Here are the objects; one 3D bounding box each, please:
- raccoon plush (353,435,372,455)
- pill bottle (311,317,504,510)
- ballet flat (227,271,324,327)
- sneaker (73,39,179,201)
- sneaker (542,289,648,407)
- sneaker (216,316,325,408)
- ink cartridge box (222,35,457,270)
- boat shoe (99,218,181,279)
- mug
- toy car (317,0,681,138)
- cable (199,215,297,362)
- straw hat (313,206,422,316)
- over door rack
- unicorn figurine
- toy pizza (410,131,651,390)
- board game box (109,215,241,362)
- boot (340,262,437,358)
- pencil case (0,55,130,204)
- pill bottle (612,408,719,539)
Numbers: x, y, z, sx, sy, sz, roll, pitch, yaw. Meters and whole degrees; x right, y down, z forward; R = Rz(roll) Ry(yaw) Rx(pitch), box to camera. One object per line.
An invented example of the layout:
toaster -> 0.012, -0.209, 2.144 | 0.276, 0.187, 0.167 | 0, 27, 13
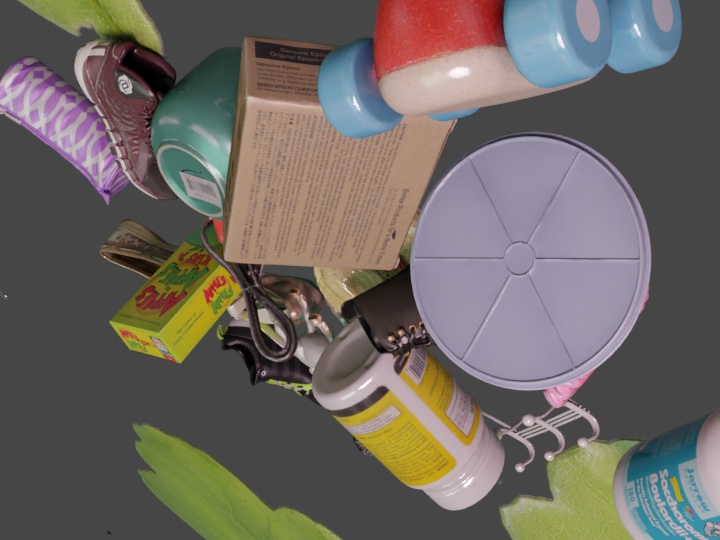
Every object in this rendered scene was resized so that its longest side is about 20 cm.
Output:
raccoon plush -> 0.066, 0.156, 1.065 | 0.196, 0.097, 0.136 | 4, 129, 2
pill bottle -> 0.053, 0.145, 0.869 | 0.200, 0.115, 0.114 | 47, 149, -24
ballet flat -> -0.134, 0.032, 1.101 | 0.198, 0.067, 0.069 | 7, 137, 43
sneaker -> -0.228, -0.161, 0.947 | 0.114, 0.076, 0.202 | 3, 133, 41
sneaker -> 0.185, 0.048, 0.777 | 0.095, 0.079, 0.201 | 43, 150, 16
sneaker -> -0.121, 0.140, 1.211 | 0.200, 0.083, 0.072 | 43, 150, -5
ink cartridge box -> -0.028, -0.089, 0.724 | 0.162, 0.076, 0.201 | 2, 143, -14
boat shoe -> -0.278, 0.000, 1.220 | 0.198, 0.063, 0.074 | 27, 147, 21
mug -> -0.124, -0.127, 0.834 | 0.152, 0.115, 0.185 | 43, 150, -7
toy car -> 0.069, -0.203, 0.527 | 0.183, 0.175, 0.204 | -5, 100, 46
cable -> -0.124, 0.001, 0.929 | 0.095, 0.203, 0.050 | -10, 162, -1
straw hat -> 0.000, 0.000, 0.893 | 0.199, 0.085, 0.203 | 28, 147, 20
over door rack -> 0.141, 0.141, 0.943 | 0.199, 0.067, 0.148 | 41, 149, -2
unicorn figurine -> -0.043, 0.084, 0.991 | 0.139, 0.073, 0.200 | 62, 168, -28
toy pizza -> 0.131, -0.008, 0.686 | 0.198, 0.203, 0.032 | 20, -173, 30
board game box -> -0.185, 0.010, 0.996 | 0.101, 0.201, 0.048 | 7, 138, 42
boot -> 0.085, 0.057, 0.754 | 0.200, 0.137, 0.078 | 44, 158, 50
pencil case -> -0.359, -0.177, 1.058 | 0.199, 0.086, 0.084 | 37, 148, 3
pill bottle -> 0.319, 0.183, 0.759 | 0.110, 0.111, 0.200 | 38, 149, 2
